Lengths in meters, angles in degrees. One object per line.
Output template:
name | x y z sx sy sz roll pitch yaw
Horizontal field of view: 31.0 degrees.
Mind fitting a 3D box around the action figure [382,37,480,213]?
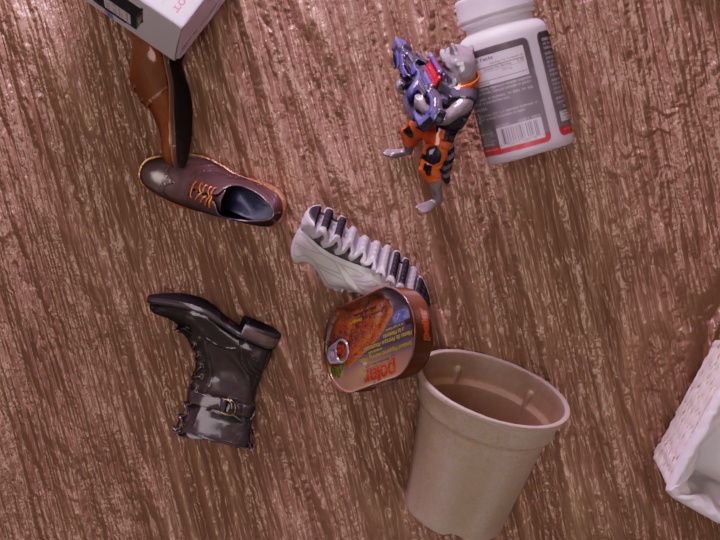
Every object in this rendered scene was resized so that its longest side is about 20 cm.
action figure | 0.092 -0.202 1.602 0.103 0.202 0.195 7 130 -19

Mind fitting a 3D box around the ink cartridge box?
ink cartridge box | -0.265 -0.380 1.596 0.199 0.083 0.147 33 65 -1

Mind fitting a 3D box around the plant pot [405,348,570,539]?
plant pot | 0.141 0.227 1.634 0.198 0.201 0.186 16 109 1

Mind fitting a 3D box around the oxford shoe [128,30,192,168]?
oxford shoe | -0.257 -0.226 1.653 0.070 0.071 0.203 -10 85 9

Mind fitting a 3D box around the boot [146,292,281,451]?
boot | -0.208 0.134 1.690 0.197 0.069 0.176 21 97 -1

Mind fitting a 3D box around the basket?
basket | 0.496 0.217 1.612 0.198 0.161 0.200 27 98 1

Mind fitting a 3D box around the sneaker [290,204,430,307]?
sneaker | 0.000 0.000 1.668 0.199 0.075 0.081 34 117 -3

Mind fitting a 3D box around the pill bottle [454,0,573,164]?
pill bottle | 0.186 -0.242 1.599 0.112 0.114 0.203 -14 95 5

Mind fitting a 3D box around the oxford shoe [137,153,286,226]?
oxford shoe | -0.192 -0.105 1.658 0.197 0.073 0.072 14 98 2

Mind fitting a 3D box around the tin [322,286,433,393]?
tin | 0.020 0.089 1.623 0.041 0.199 0.114 6 72 -35
